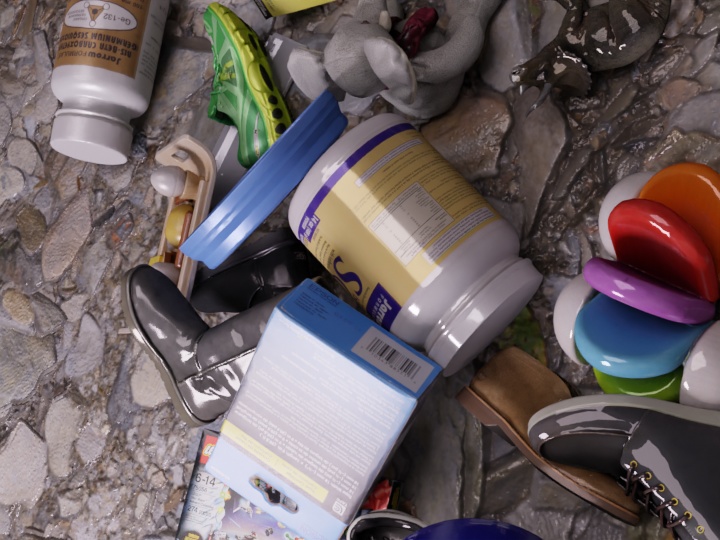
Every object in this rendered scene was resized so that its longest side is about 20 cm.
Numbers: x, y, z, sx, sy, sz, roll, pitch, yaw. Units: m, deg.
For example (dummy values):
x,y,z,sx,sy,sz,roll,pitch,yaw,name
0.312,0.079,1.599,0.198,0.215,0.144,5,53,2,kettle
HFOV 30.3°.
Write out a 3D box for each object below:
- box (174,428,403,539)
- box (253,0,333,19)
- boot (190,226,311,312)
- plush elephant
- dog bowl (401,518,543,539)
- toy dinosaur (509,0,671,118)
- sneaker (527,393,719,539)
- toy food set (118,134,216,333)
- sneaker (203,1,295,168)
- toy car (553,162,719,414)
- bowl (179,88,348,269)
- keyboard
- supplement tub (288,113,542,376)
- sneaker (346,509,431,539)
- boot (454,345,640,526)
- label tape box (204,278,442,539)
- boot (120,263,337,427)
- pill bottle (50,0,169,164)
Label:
x,y,z,sx,sy,sz,roll,pitch,yaw,name
-0.070,0.237,1.227,0.197,0.040,0.139,11,82,20,box
-0.022,-0.322,1.377,0.198,0.050,0.076,-7,47,33,box
-0.096,0.081,1.317,0.164,0.065,0.203,-29,71,39,boot
0.024,-0.211,1.257,0.163,0.154,0.203,4,77,35,plush elephant
0.089,0.301,1.041,0.197,0.079,0.203,2,104,8,dog bowl
0.225,-0.219,1.186,0.198,0.077,0.104,-24,75,21,toy dinosaur
0.222,0.160,1.011,0.197,0.075,0.108,4,59,12,sneaker
-0.210,-0.032,1.383,0.143,0.060,0.203,169,114,-67,toy food set
-0.134,-0.198,1.403,0.083,0.074,0.202,-29,66,16,sneaker
0.237,0.011,1.046,0.174,0.149,0.202,27,92,36,toy car
-0.086,-0.081,1.226,0.039,0.201,0.201,43,105,-7,bowl
-0.120,-0.159,1.435,0.056,0.011,0.202,28,93,32,keyboard
0.049,-0.022,1.167,0.200,0.145,0.146,46,104,15,supplement tub
0.075,0.257,1.107,0.197,0.088,0.077,16,82,21,sneaker
0.167,0.134,1.112,0.076,0.074,0.200,-50,52,-1,boot
-0.036,0.129,1.158,0.143,0.063,0.201,33,125,9,label tape box
-0.113,0.048,1.231,0.199,0.072,0.183,-24,100,39,boot
-0.289,-0.230,1.506,0.113,0.114,0.203,2,77,35,pill bottle
